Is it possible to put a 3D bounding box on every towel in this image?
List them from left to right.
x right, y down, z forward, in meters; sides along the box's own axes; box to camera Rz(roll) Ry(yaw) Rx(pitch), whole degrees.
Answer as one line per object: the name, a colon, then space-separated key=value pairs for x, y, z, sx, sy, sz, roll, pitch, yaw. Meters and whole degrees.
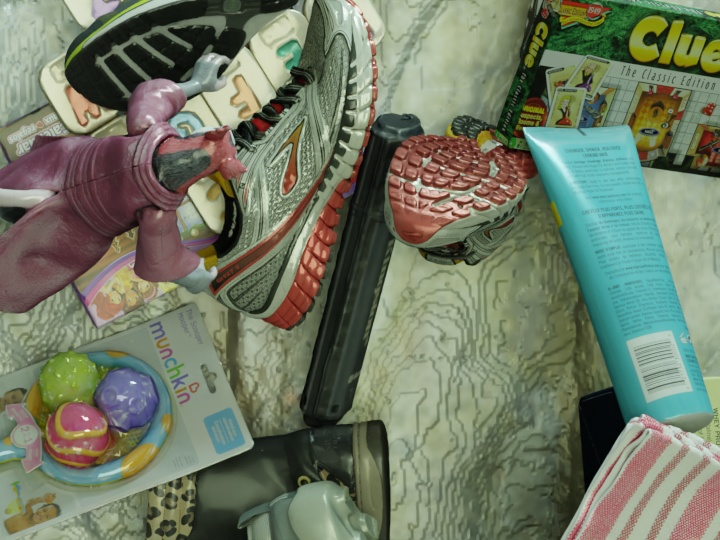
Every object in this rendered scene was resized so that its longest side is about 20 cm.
towel: x=0.208 y=0.185 z=1.428 sx=0.199 sy=0.030 sz=0.147 roll=26 pitch=96 yaw=-14

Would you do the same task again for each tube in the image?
tube: x=0.156 y=0.003 z=1.472 sx=0.077 sy=0.050 sz=0.201 roll=-1 pitch=66 yaw=-34

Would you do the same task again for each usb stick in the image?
usb stick: x=0.000 y=0.000 z=1.523 sx=0.032 sy=0.055 sz=0.201 roll=16 pitch=106 yaw=5

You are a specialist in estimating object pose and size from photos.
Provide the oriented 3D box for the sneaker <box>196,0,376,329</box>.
sneaker: x=-0.045 y=-0.069 z=1.463 sx=0.082 sy=0.078 sz=0.201 roll=16 pitch=94 yaw=-14

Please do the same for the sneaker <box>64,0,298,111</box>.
sneaker: x=-0.091 y=-0.168 z=1.464 sx=0.200 sy=0.081 sz=0.074 roll=-33 pitch=128 yaw=9

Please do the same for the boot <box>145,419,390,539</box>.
boot: x=-0.057 y=0.186 z=1.536 sx=0.150 sy=0.073 sz=0.201 roll=2 pitch=110 yaw=0

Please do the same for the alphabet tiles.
alphabet tiles: x=-0.090 y=-0.131 z=1.504 sx=0.200 sy=0.015 sz=0.196 roll=-33 pitch=98 yaw=-7

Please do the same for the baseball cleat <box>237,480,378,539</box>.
baseball cleat: x=-0.008 y=0.222 z=1.486 sx=0.106 sy=0.070 sz=0.201 roll=-23 pitch=99 yaw=18

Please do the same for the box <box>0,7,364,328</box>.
box: x=-0.107 y=-0.071 z=1.531 sx=0.199 sy=0.039 sz=0.137 roll=-28 pitch=98 yaw=-7

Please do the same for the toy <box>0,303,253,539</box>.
toy: x=-0.178 y=0.089 z=1.494 sx=0.199 sy=0.047 sz=0.115 roll=-23 pitch=57 yaw=-4

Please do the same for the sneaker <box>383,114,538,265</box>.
sneaker: x=0.061 y=-0.035 z=1.488 sx=0.078 sy=0.200 sz=0.083 roll=23 pitch=106 yaw=14

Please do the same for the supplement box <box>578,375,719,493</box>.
supplement box: x=0.254 y=0.166 z=1.543 sx=0.199 sy=0.134 sz=0.201 roll=-3 pitch=84 yaw=-9

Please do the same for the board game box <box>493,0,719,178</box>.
board game box: x=0.185 y=-0.114 z=1.537 sx=0.199 sy=0.023 sz=0.105 roll=6 pitch=112 yaw=-30

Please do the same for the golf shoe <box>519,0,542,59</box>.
golf shoe: x=0.142 y=-0.163 z=1.543 sx=0.077 sy=0.094 sz=0.201 roll=-9 pitch=96 yaw=-10

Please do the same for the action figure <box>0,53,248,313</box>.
action figure: x=-0.146 y=-0.054 z=1.398 sx=0.149 sy=0.200 sz=0.135 roll=4 pitch=73 yaw=-45
